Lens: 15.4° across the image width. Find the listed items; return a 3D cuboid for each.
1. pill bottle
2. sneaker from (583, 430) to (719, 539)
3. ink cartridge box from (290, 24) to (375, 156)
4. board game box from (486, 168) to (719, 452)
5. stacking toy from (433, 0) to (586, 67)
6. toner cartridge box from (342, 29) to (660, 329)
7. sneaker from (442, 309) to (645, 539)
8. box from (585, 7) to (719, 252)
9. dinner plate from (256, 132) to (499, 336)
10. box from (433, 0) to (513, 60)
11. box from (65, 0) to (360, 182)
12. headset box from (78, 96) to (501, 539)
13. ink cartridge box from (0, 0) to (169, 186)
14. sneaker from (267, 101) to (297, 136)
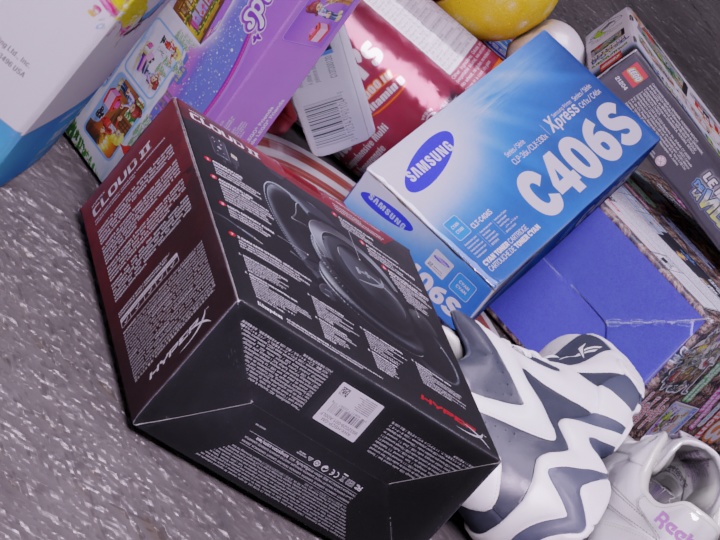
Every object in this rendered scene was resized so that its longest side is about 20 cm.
[{"bbox_3d":[-0.010,-0.134,1.580,0.200,0.110,0.110,40,16,-3],"label":"pill bottle"},{"bbox_3d":[0.144,0.116,1.305,0.075,0.100,0.200,38,15,-10],"label":"sneaker"},{"bbox_3d":[-0.051,-0.185,1.391,0.198,0.043,0.200,68,3,-69],"label":"ink cartridge box"},{"bbox_3d":[0.168,0.018,1.616,0.160,0.097,0.200,49,18,25],"label":"board game box"},{"bbox_3d":[0.073,-0.188,1.607,0.200,0.146,0.146,62,14,-8],"label":"stacking toy"},{"bbox_3d":[0.078,-0.052,1.465,0.095,0.043,0.200,42,42,6],"label":"toner cartridge box"},{"bbox_3d":[0.063,0.054,1.296,0.130,0.079,0.199,44,31,-10],"label":"sneaker"},{"bbox_3d":[0.208,-0.060,1.601,0.200,0.035,0.110,51,14,-12],"label":"box"},{"bbox_3d":[0.000,0.000,1.411,0.200,0.024,0.200,37,17,-14],"label":"dinner plate"},{"bbox_3d":[0.059,-0.112,1.696,0.200,0.100,0.096,40,19,-7],"label":"box"},{"bbox_3d":[-0.075,-0.133,1.264,0.039,0.200,0.137,7,37,-50],"label":"box"},{"bbox_3d":[-0.037,0.021,1.177,0.149,0.077,0.200,33,17,-29],"label":"headset box"},{"bbox_3d":[-0.149,-0.159,1.162,0.147,0.200,0.146,41,16,-1],"label":"ink cartridge box"},{"bbox_3d":[-0.096,-0.127,1.431,0.200,0.074,0.087,21,27,-51],"label":"sneaker"}]
